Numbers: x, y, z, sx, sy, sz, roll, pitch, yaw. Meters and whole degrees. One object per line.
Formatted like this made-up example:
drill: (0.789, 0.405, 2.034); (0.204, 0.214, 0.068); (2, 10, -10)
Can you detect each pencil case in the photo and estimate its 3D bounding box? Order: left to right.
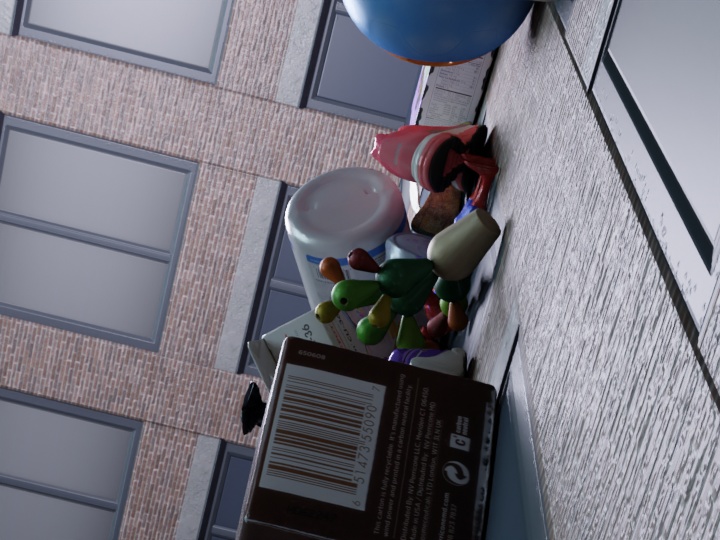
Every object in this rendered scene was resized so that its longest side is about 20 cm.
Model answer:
pencil case: (0.046, 0.061, 1.658); (0.091, 0.083, 0.201); (-39, -35, -73)

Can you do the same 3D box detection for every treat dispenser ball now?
treat dispenser ball: (0.076, -0.299, 1.550); (0.201, 0.200, 0.202); (-166, 90, -88)

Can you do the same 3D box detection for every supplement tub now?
supplement tub: (0.000, 0.000, 1.744); (0.132, 0.131, 0.201); (-79, -20, -44)

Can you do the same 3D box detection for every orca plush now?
orca plush: (-0.033, 0.147, 1.781); (0.071, 0.199, 0.106); (-23, 57, 51)

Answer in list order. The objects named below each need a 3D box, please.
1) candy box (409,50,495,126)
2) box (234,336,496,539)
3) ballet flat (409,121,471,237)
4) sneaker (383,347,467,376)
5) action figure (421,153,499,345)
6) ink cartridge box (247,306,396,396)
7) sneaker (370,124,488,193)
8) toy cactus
candy box: (0.113, -0.244, 1.922); (0.168, 0.071, 0.201); (-80, 4, -57)
box: (-0.006, 0.184, 1.184); (0.200, 0.163, 0.166); (106, 176, -50)
ballet flat: (0.089, -0.106, 1.779); (0.201, 0.070, 0.071); (-79, 3, -47)
sneaker: (0.044, 0.106, 1.439); (0.200, 0.083, 0.081); (104, 179, -68)
action figure: (0.064, -0.017, 1.555); (0.065, 0.098, 0.201); (-81, 3, -77)
ink cartridge box: (-0.023, 0.096, 1.531); (0.117, 0.067, 0.200); (64, -160, 6)
sneaker: (0.072, -0.127, 1.649); (0.200, 0.086, 0.074); (-9, -64, -70)
toy cactus: (0.055, 0.003, 1.419); (0.165, 0.200, 0.103); (-43, 53, 24)
